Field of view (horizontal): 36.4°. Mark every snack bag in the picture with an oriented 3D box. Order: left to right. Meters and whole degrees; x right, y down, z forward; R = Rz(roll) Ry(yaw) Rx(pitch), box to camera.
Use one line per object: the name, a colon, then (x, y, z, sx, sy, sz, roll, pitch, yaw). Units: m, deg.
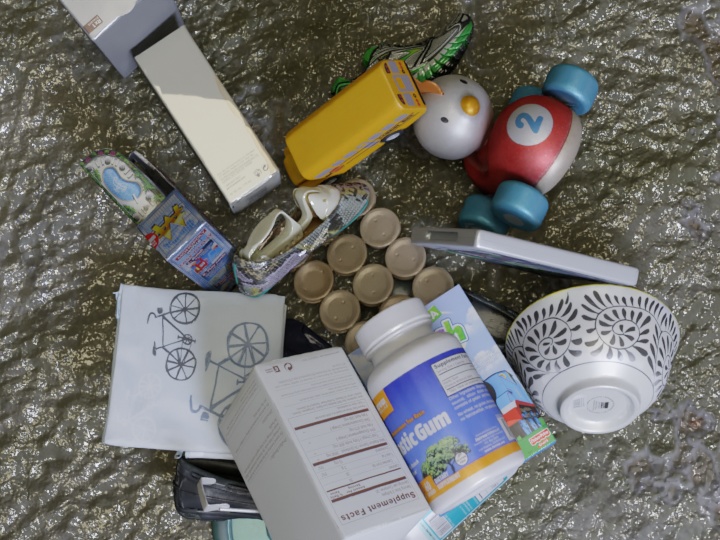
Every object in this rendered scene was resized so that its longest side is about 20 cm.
snack bag: (-0.184, 0.115, 1.219, 0.196, 0.021, 0.192, 4, 74, -6)

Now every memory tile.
memory tile: (0.000, 0.000, 1.284, 0.153, 0.017, 0.201, -39, 69, -4)

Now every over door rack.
over door rack: (-0.103, 0.310, 1.178, 0.197, 0.067, 0.149, 17, 130, -17)

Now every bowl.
bowl: (0.261, 0.117, 1.215, 0.197, 0.203, 0.095, 4, 46, -2)

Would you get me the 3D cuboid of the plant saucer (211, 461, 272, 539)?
plant saucer: (-0.078, 0.296, 1.284, 0.196, 0.027, 0.204, 0, 86, -2)

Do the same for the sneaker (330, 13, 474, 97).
sneaker: (0.051, -0.247, 1.305, 0.199, 0.078, 0.086, -36, 87, -4)

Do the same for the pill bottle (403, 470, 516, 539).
pill bottle: (0.106, 0.222, 1.254, 0.199, 0.111, 0.111, -41, 88, -5)

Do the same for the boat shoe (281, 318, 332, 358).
boat shoe: (-0.126, 0.086, 1.285, 0.198, 0.075, 0.094, 31, 66, 3)

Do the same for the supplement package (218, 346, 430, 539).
supplement package: (-0.041, 0.199, 1.117, 0.116, 0.117, 0.202, -9, 57, -39)

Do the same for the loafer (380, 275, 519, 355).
loafer: (0.114, 0.049, 1.287, 0.197, 0.070, 0.069, 20, 85, 0)

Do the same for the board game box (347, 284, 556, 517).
board game box: (0.098, 0.141, 1.199, 0.150, 0.037, 0.202, -31, 73, -2)

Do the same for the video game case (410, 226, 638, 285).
video game case: (0.177, -0.016, 1.213, 0.197, 0.181, 0.024, 12, 89, -19)

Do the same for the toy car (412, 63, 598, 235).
toy car: (0.132, -0.165, 1.235, 0.198, 0.177, 0.187, 29, 76, -13)

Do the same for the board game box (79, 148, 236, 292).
board game box: (-0.215, -0.061, 1.220, 0.062, 0.200, 0.200, -44, 89, -4)

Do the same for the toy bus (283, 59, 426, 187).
toy bus: (-0.016, -0.159, 1.247, 0.199, 0.078, 0.066, -32, 81, 35)

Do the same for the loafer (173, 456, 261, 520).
loafer: (-0.113, 0.241, 1.230, 0.196, 0.068, 0.072, 1, 102, 1)

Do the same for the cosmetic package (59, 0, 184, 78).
cosmetic package: (-0.270, -0.299, 1.236, 0.107, 0.200, 0.090, -41, 88, -5)

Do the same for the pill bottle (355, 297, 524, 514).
pill bottle: (0.074, 0.135, 1.126, 0.111, 0.112, 0.202, -29, 74, -4)

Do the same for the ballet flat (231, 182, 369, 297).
ballet flat: (-0.069, -0.053, 1.244, 0.200, 0.072, 0.072, -42, 88, -20)

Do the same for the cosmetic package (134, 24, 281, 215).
cosmetic package: (-0.176, -0.172, 1.279, 0.072, 0.104, 0.202, -32, 89, -5)
